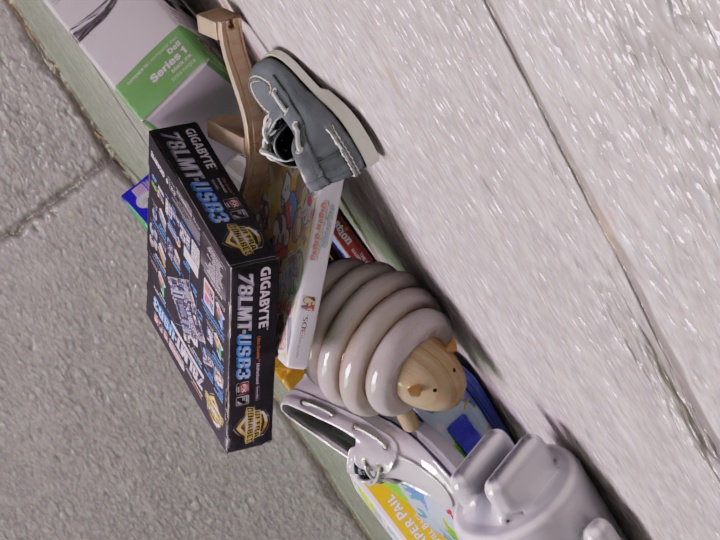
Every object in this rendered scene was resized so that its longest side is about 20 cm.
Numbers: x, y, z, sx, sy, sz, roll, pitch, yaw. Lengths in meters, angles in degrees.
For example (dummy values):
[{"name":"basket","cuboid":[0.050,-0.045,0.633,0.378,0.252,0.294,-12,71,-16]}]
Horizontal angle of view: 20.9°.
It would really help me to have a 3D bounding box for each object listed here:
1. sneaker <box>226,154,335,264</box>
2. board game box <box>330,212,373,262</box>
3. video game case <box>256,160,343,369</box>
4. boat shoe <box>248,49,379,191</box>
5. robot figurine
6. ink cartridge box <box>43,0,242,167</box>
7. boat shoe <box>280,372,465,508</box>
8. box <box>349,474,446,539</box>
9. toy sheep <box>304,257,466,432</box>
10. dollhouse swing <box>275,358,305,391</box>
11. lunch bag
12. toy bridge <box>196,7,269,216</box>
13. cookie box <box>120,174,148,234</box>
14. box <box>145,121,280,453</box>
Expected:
[{"name":"sneaker","cuboid":[-0.069,-0.035,1.826,0.201,0.076,0.115,49,166,-25]},{"name":"board game box","cuboid":[0.000,0.000,1.830,0.201,0.019,0.103,55,171,-4]},{"name":"video game case","cuboid":[-0.065,-0.033,1.624,0.200,0.023,0.184,-145,64,-67]},{"name":"boat shoe","cuboid":[-0.053,-0.113,1.494,0.073,0.062,0.200,58,171,-32]},{"name":"robot figurine","cuboid":[0.148,0.217,1.533,0.169,0.113,0.201,8,136,53]},{"name":"ink cartridge box","cuboid":[-0.184,-0.198,1.723,0.200,0.084,0.146,51,-173,26]},{"name":"boat shoe","cuboid":[0.015,0.156,1.687,0.199,0.067,0.074,33,151,32]},{"name":"box","cuboid":[0.087,0.289,2.257,0.200,0.101,0.113,51,173,17]},{"name":"toy sheep","cuboid":[0.006,0.056,1.629,0.199,0.138,0.138,29,161,28]},{"name":"dollhouse swing","cuboid":[-0.116,0.000,2.037,0.201,0.182,0.175,55,152,-16]},{"name":"lunch bag","cuboid":[0.083,0.165,1.763,0.201,0.082,0.160,57,161,-17]},{"name":"toy bridge","cuboid":[-0.101,-0.111,1.613,0.067,0.027,0.202,28,127,51]},{"name":"cookie box","cuboid":[-0.287,-0.040,3.178,0.171,0.075,0.201,42,167,53]},{"name":"box","cuboid":[-0.126,0.013,1.625,0.200,0.049,0.200,-125,29,-45]}]
